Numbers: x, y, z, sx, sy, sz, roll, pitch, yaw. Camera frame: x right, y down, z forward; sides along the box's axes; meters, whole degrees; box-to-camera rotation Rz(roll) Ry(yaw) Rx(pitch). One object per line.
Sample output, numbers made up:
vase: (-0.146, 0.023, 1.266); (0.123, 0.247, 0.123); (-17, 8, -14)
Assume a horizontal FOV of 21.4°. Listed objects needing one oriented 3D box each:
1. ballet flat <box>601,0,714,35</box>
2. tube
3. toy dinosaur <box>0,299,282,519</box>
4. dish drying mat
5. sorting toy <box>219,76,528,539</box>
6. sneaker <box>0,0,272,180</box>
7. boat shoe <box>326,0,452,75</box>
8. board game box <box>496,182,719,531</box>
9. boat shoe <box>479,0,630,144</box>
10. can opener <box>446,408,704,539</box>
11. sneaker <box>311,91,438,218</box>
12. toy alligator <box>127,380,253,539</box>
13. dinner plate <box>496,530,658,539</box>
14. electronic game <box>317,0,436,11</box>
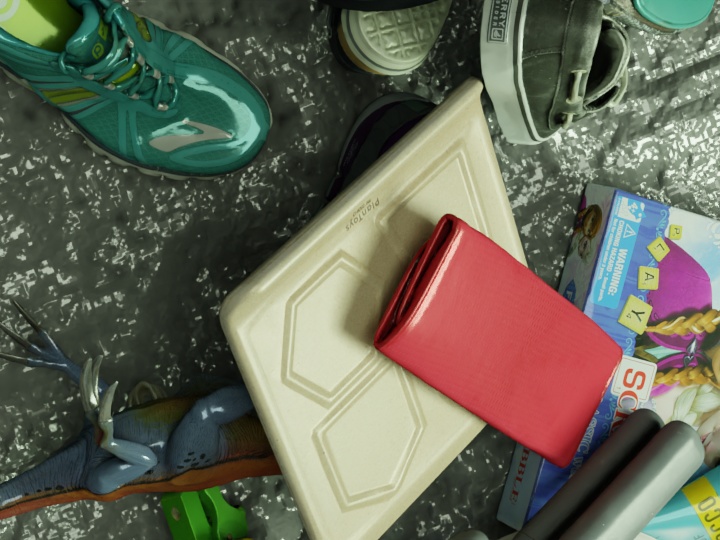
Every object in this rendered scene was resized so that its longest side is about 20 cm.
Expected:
ballet flat: (0.126, -0.172, 1.029); (0.200, 0.071, 0.073); (5, 95, -57)
tube: (0.238, 0.123, 1.081); (0.199, 0.050, 0.078); (-33, 100, -4)
toy dinosaur: (-0.108, 0.093, 0.941); (0.181, 0.105, 0.201); (-40, 98, -4)
dish drying mat: (0.075, 0.039, 0.975); (0.200, 0.018, 0.077); (35, 80, -52)
sorting toy: (0.015, 0.029, 0.940); (0.185, 0.036, 0.201); (-43, 136, -29)
sneaker: (-0.132, -0.104, 0.952); (0.199, 0.080, 0.078); (28, 86, -20)
boat shoe: (0.037, -0.188, 1.013); (0.074, 0.062, 0.201); (31, 70, -17)
board game box: (0.198, 0.073, 1.104); (0.198, 0.041, 0.202); (14, 92, -20)
boat shoe: (0.104, -0.102, 0.974); (0.063, 0.200, 0.072); (9, 89, 12)
can opener: (0.100, 0.138, 1.007); (0.200, 0.053, 0.067); (-43, 123, -21)
sneaker: (0.000, 0.000, 1.004); (0.074, 0.087, 0.202); (20, 89, -19)
toy alligator: (-0.075, 0.152, 1.016); (0.054, 0.059, 0.202); (-12, 86, -55)
dinner plate: (0.119, 0.238, 1.073); (0.198, 0.024, 0.202); (-1, 107, -4)
electronic game: (0.033, -0.216, 0.948); (0.201, 0.199, 0.042); (-52, 140, -7)
